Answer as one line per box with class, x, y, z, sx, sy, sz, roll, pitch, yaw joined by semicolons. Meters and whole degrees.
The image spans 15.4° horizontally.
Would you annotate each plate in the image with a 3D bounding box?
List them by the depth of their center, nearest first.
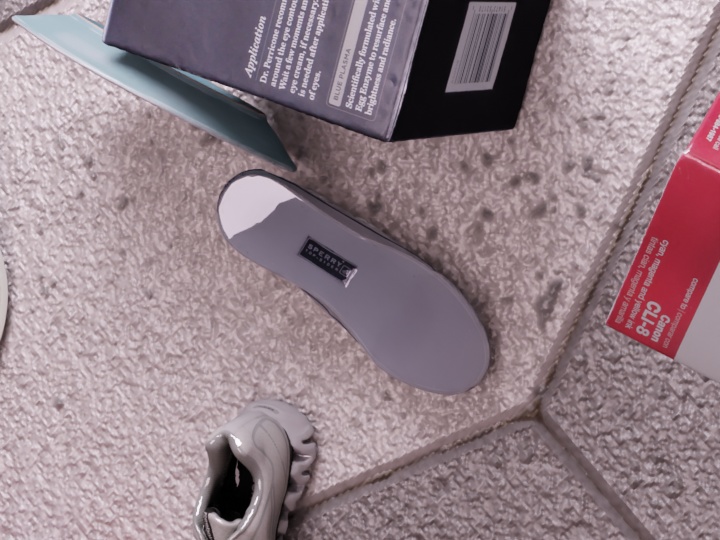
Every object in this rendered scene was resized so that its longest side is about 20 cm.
plate;-0.122;-0.118;1.645;0.200;0.200;0.026;31;94;20

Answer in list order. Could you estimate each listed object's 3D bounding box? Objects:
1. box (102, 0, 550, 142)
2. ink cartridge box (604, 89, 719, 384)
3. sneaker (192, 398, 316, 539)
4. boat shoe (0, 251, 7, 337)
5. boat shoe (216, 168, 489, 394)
box;-0.014;-0.162;1.590;0.199;0.196;0.118;21;103;22
ink cartridge box;0.265;-0.011;1.456;0.199;0.145;0.145;28;135;9
sneaker;-0.079;0.185;1.710;0.075;0.081;0.201;6;98;22
boat shoe;-0.285;-0.016;1.812;0.062;0.072;0.201;-161;65;-66
boat shoe;0.000;0.000;1.667;0.200;0.065;0.074;40;102;-5
